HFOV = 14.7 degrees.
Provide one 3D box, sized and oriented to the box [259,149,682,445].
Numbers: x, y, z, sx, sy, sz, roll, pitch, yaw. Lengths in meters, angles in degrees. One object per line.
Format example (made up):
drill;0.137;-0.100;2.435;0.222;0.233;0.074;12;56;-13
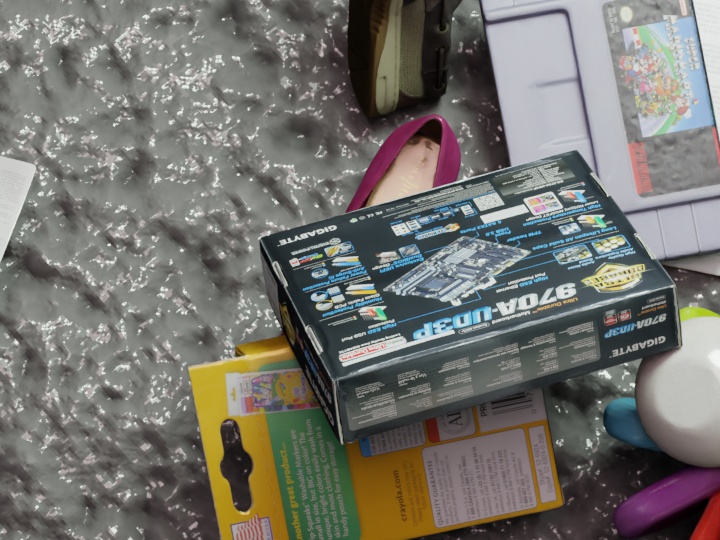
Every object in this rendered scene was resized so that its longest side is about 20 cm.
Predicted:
box;0.058;0.011;1.558;0.200;0.046;0.159;-16;34;-10

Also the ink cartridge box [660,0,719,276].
ink cartridge box;0.220;-0.098;1.731;0.162;0.057;0.200;12;90;1

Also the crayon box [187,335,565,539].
crayon box;0.007;0.092;1.611;0.200;0.052;0.126;-11;96;-8

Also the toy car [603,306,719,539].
toy car;0.216;0.122;1.597;0.150;0.175;0.200;-40;74;22

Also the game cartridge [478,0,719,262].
game cartridge;0.148;-0.100;1.693;0.130;0.038;0.200;-11;85;3

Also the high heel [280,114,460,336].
high heel;0.000;0.000;1.644;0.067;0.096;0.200;20;70;4

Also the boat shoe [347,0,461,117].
boat shoe;0.033;-0.180;1.670;0.065;0.200;0.073;-10;50;-18

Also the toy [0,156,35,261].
toy;-0.276;0.014;1.650;0.115;0.047;0.200;15;66;6
